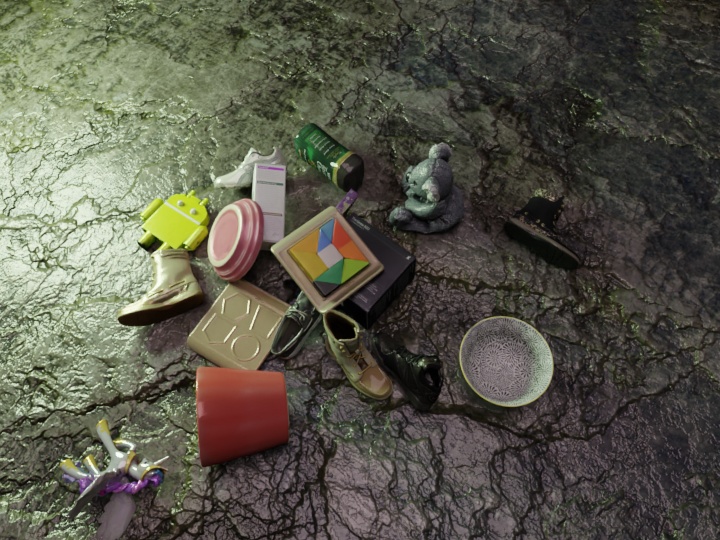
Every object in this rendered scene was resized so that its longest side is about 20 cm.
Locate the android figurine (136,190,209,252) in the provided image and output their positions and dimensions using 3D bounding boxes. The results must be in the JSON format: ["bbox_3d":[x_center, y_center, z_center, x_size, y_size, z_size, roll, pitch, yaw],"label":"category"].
[{"bbox_3d":[-0.468,-0.120,1.553,0.181,0.041,0.200,32,68,17],"label":"android figurine"}]

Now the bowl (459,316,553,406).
[{"bbox_3d":[0.308,0.210,1.329,0.198,0.094,0.203,0,61,0],"label":"bowl"}]

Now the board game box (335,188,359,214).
[{"bbox_3d":[-0.083,-0.100,1.482,0.032,0.120,0.200,40,61,-5],"label":"board game box"}]

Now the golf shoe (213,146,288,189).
[{"bbox_3d":[-0.290,-0.268,1.591,0.198,0.098,0.078,-16,17,-14],"label":"golf shoe"}]

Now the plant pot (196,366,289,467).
[{"bbox_3d":[-0.239,0.287,1.248,0.175,0.201,0.202,-4,60,-12],"label":"plant pot"}]

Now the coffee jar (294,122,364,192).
[{"bbox_3d":[-0.079,-0.295,1.608,0.199,0.105,0.085,38,70,20],"label":"coffee jar"}]

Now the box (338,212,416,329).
[{"bbox_3d":[0.000,0.000,1.443,0.199,0.104,0.182,37,69,19],"label":"box"}]

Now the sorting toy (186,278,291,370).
[{"bbox_3d":[-0.274,0.134,1.415,0.184,0.037,0.201,27,69,15],"label":"sorting toy"}]

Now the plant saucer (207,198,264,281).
[{"bbox_3d":[-0.303,-0.077,1.448,0.051,0.200,0.202,19,50,-40],"label":"plant saucer"}]

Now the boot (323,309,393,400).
[{"bbox_3d":[-0.007,0.182,1.313,0.072,0.155,0.200,-38,67,-19],"label":"boot"}]

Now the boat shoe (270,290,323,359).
[{"bbox_3d":[-0.133,0.109,1.358,0.072,0.071,0.202,26,92,18],"label":"boat shoe"}]

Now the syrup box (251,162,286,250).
[{"bbox_3d":[-0.229,-0.157,1.511,0.081,0.079,0.202,5,75,-14],"label":"syrup box"}]

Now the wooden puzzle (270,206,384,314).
[{"bbox_3d":[-0.072,-0.029,1.360,0.184,0.037,0.200,-36,77,-20],"label":"wooden puzzle"}]

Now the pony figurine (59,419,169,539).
[{"bbox_3d":[-0.497,0.414,1.208,0.199,0.167,0.193,20,54,29],"label":"pony figurine"}]

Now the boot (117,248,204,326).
[{"bbox_3d":[-0.486,0.036,1.446,0.198,0.073,0.156,-20,63,-12],"label":"boot"}]

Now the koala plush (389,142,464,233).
[{"bbox_3d":[0.178,-0.204,1.500,0.182,0.201,0.179,15,61,9],"label":"koala plush"}]

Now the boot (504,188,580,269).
[{"bbox_3d":[0.480,-0.108,1.517,0.203,0.074,0.154,35,64,18],"label":"boot"}]

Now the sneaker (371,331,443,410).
[{"bbox_3d":[0.108,0.193,1.323,0.076,0.115,0.200,-16,58,-41],"label":"sneaker"}]
